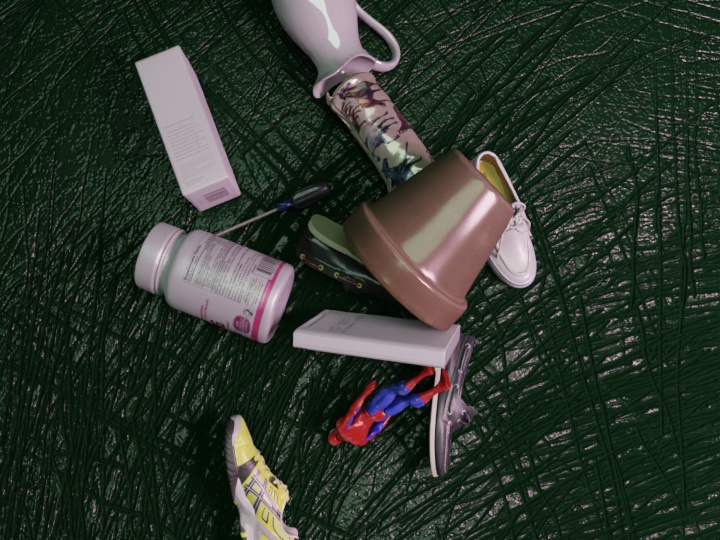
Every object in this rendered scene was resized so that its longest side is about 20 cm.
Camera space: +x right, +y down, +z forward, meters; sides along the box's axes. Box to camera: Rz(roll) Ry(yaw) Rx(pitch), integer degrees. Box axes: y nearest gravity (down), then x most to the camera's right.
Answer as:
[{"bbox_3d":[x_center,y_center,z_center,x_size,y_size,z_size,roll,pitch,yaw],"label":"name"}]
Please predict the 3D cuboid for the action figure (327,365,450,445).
[{"bbox_3d":[0.029,0.185,0.895,0.199,0.052,0.065,-39,124,20],"label":"action figure"}]

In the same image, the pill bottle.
[{"bbox_3d":[-0.200,0.013,0.908,0.196,0.113,0.116,21,82,2],"label":"pill bottle"}]

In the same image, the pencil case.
[{"bbox_3d":[0.033,-0.190,0.958,0.089,0.078,0.202,-32,84,-27],"label":"pencil case"}]

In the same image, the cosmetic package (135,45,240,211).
[{"bbox_3d":[-0.245,-0.199,0.942,0.070,0.101,0.204,-21,83,-3],"label":"cosmetic package"}]

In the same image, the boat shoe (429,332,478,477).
[{"bbox_3d":[0.132,0.183,0.913,0.064,0.075,0.204,3,73,11],"label":"boat shoe"}]

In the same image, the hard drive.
[{"bbox_3d":[0.025,0.086,0.869,0.195,0.132,0.027,6,101,16],"label":"hard drive"}]

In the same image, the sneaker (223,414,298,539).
[{"bbox_3d":[-0.140,0.293,0.900,0.075,0.075,0.205,-15,93,-11],"label":"sneaker"}]

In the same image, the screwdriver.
[{"bbox_3d":[-0.137,-0.087,0.967,0.196,0.028,0.029,-20,53,-3],"label":"screwdriver"}]

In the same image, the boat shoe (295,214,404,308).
[{"bbox_3d":[0.000,-0.001,0.943,0.199,0.074,0.064,31,118,-7],"label":"boat shoe"}]

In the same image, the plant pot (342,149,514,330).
[{"bbox_3d":[0.104,-0.053,0.854,0.175,0.200,0.201,-45,85,14],"label":"plant pot"}]

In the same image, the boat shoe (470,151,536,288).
[{"bbox_3d":[0.208,-0.077,0.943,0.073,0.086,0.207,-15,83,-3],"label":"boat shoe"}]

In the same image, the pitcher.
[{"bbox_3d":[-0.037,-0.376,0.972,0.169,0.121,0.204,-22,85,-34],"label":"pitcher"}]
